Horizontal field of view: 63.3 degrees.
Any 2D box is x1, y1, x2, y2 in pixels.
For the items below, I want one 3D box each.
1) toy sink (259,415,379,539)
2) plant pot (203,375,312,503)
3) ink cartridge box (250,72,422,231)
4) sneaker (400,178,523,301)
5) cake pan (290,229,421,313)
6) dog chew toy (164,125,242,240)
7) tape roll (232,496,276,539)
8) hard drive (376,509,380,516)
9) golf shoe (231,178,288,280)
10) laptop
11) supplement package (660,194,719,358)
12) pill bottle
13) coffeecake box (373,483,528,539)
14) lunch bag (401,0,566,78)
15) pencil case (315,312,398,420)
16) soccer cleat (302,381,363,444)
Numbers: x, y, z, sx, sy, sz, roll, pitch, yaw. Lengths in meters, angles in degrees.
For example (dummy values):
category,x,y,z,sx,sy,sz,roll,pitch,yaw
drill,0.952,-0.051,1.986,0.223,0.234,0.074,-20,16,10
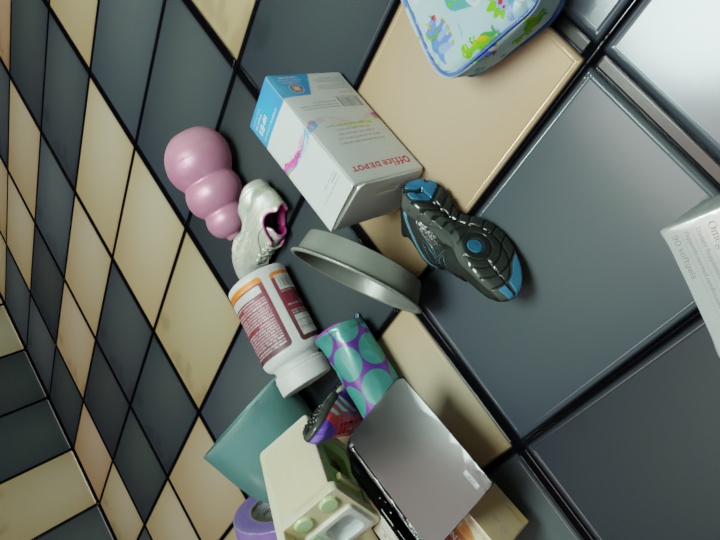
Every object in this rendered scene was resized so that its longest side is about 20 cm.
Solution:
category,x,y,z,sx,sy,sz,roll,pitch,yaw
toy sink,-0.055,0.344,0.870,0.111,0.131,0.202,-39,37,7
plant pot,-0.157,0.314,1.050,0.161,0.201,0.200,45,135,-1
ink cartridge box,-0.032,-0.163,0.777,0.201,0.142,0.086,51,133,19
sneaker,0.122,-0.029,0.732,0.201,0.072,0.083,49,150,29
cake pan,0.000,0.000,0.790,0.197,0.199,0.038,20,81,40
dog chew toy,-0.269,-0.151,1.054,0.123,0.123,0.205,-23,96,47
tape roll,-0.127,0.457,1.058,0.197,0.197,0.088,-11,97,47
hard drive,0.081,0.337,0.925,0.198,0.026,0.136,-24,86,48
golf shoe,-0.174,-0.051,1.020,0.090,0.074,0.206,31,126,30
laptop,0.070,0.278,0.784,0.178,0.102,0.203,47,158,30
supplement package,0.359,-0.029,0.437,0.198,0.115,0.120,-31,82,46
pill bottle,-0.136,0.103,1.004,0.114,0.112,0.204,-40,75,45
coffeecake box,0.118,0.359,0.821,0.153,0.072,0.204,44,132,26
lunch bag,0.111,-0.322,0.617,0.159,0.081,0.205,-30,82,46
pencil case,0.014,0.170,0.892,0.203,0.084,0.093,58,155,11
soccer cleat,-0.032,0.227,0.898,0.073,0.200,0.069,43,100,5
